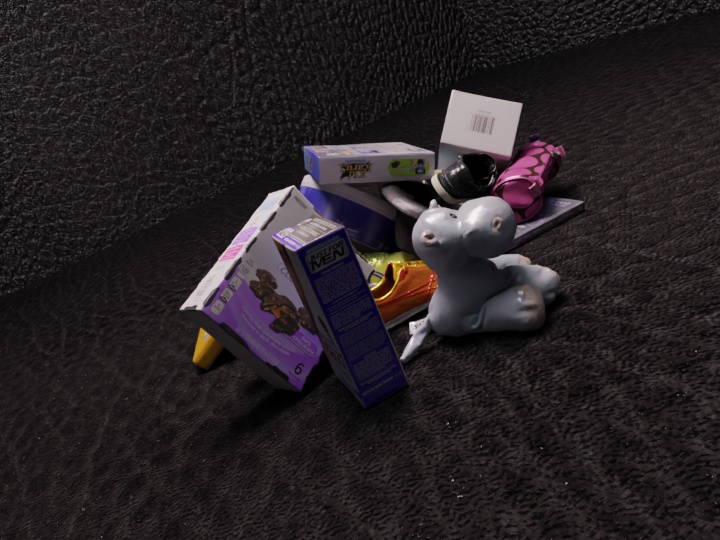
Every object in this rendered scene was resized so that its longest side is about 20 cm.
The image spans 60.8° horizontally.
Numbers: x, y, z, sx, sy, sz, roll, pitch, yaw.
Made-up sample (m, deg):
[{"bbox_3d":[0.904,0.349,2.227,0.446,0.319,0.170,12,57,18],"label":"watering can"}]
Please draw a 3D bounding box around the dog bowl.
[{"bbox_3d":[-0.020,-0.091,1.077,0.200,0.199,0.079,18,85,63],"label":"dog bowl"}]

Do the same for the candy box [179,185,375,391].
[{"bbox_3d":[-0.098,0.023,0.785,0.071,0.168,0.200,-7,45,54],"label":"candy box"}]

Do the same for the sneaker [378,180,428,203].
[{"bbox_3d":[0.104,-0.115,1.101,0.199,0.079,0.077,18,-25,-36],"label":"sneaker"}]

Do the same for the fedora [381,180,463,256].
[{"bbox_3d":[0.110,-0.069,0.953,0.200,0.092,0.201,17,20,-6],"label":"fedora"}]

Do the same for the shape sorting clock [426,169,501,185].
[{"bbox_3d":[0.192,-0.166,1.160,0.199,0.039,0.200,8,0,0],"label":"shape sorting clock"}]

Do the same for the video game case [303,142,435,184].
[{"bbox_3d":[0.007,-0.179,1.008,0.180,0.046,0.200,-3,16,-11],"label":"video game case"}]

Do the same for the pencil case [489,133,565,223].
[{"bbox_3d":[0.282,-0.154,1.024,0.093,0.091,0.200,-13,23,33],"label":"pencil case"}]

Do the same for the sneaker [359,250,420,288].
[{"bbox_3d":[0.000,0.000,0.988,0.199,0.077,0.075,-18,17,10],"label":"sneaker"}]

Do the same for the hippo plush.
[{"bbox_3d":[0.127,-0.014,0.745,0.199,0.161,0.159,-15,20,20],"label":"hippo plush"}]

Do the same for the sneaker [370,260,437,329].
[{"bbox_3d":[0.081,0.013,0.860,0.199,0.077,0.073,-28,17,-21],"label":"sneaker"}]

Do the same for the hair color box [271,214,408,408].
[{"bbox_3d":[-0.024,0.043,0.696,0.065,0.201,0.109,-26,19,-14],"label":"hair color box"}]

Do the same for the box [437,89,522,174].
[{"bbox_3d":[0.213,-0.236,1.126,0.124,0.098,0.200,13,-5,7],"label":"box"}]

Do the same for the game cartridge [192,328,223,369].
[{"bbox_3d":[-0.205,0.044,1.011,0.200,0.032,0.176,-56,17,8],"label":"game cartridge"}]

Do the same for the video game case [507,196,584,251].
[{"bbox_3d":[0.242,-0.073,1.007,0.199,0.019,0.143,-26,19,-14],"label":"video game case"}]

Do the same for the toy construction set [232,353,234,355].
[{"bbox_3d":[-0.126,0.045,0.885,0.092,0.132,0.200,31,23,15],"label":"toy construction set"}]

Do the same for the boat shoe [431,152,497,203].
[{"bbox_3d":[0.181,-0.154,0.966,0.066,0.075,0.199,-40,-15,33],"label":"boat shoe"}]
